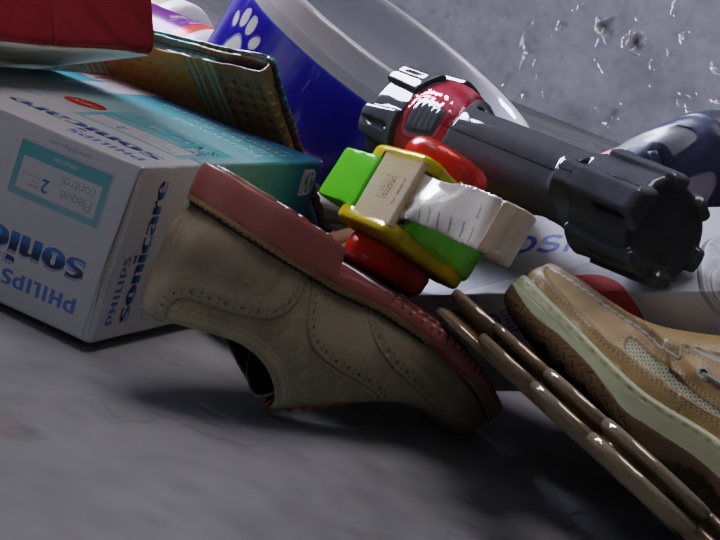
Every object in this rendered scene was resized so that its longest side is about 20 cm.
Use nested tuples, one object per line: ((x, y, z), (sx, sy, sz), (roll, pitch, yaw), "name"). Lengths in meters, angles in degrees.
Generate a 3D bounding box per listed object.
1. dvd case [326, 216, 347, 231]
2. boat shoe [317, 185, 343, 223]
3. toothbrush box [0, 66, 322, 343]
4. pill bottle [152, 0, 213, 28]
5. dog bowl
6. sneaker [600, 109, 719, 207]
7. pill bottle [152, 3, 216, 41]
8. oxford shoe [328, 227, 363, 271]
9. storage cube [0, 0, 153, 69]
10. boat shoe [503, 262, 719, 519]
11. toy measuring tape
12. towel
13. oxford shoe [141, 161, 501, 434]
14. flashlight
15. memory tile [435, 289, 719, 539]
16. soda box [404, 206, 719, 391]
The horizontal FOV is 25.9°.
((0.006, 0.004, 0.956), (0.142, 0.018, 0.200), (22, 12, 6), "dvd case")
((0.045, -0.044, 1.099), (0.199, 0.062, 0.075), (17, 4, -38), "boat shoe")
((-0.129, -0.039, 0.763), (0.146, 0.086, 0.200), (23, 13, 19), "toothbrush box")
((-0.221, -0.185, 1.217), (0.199, 0.112, 0.111), (25, 12, 24), "pill bottle")
((0.004, -0.108, 0.956), (0.200, 0.079, 0.200), (33, 17, -12), "dog bowl")
((0.134, -0.029, 0.912), (0.082, 0.200, 0.070), (-11, 73, -51), "sneaker")
((-0.175, -0.134, 1.060), (0.199, 0.113, 0.112), (25, 13, 27), "pill bottle")
((0.000, 0.000, 0.810), (0.071, 0.072, 0.200), (8, 11, 33), "oxford shoe")
((-0.222, -0.188, 0.753), (0.199, 0.181, 0.171), (-3, 3, 24), "storage cube")
((0.153, 0.056, 0.671), (0.200, 0.076, 0.072), (43, 1, 16), "boat shoe")
((0.041, -0.017, 0.678), (0.073, 0.074, 0.200), (14, 4, -24), "toy measuring tape")
((-0.115, -0.086, 0.896), (0.199, 0.022, 0.147), (16, -34, 27), "towel")
((-0.016, 0.032, 0.680), (0.200, 0.075, 0.070), (37, -5, -36), "oxford shoe")
((0.080, -0.045, 0.749), (0.067, 0.068, 0.200), (-23, 32, -30), "flashlight")
((0.111, 0.081, 0.637), (0.153, 0.017, 0.200), (42, 1, -25), "memory tile")
((0.123, 0.015, 0.748), (0.199, 0.064, 0.068), (-1, 37, 31), "soda box")
